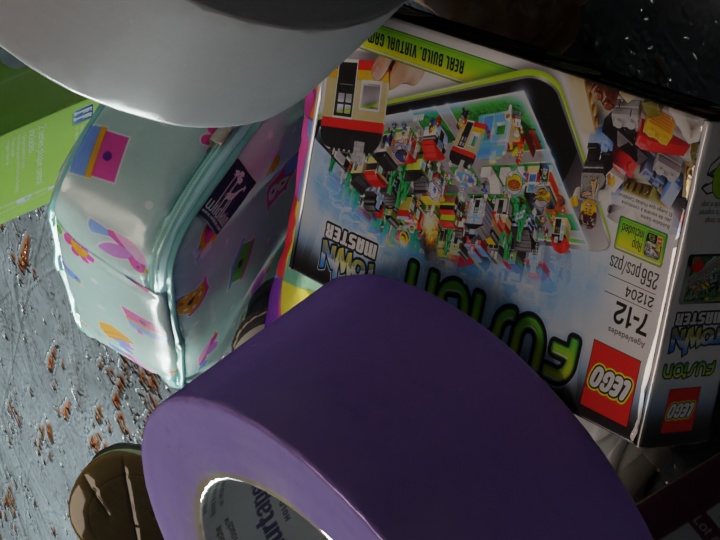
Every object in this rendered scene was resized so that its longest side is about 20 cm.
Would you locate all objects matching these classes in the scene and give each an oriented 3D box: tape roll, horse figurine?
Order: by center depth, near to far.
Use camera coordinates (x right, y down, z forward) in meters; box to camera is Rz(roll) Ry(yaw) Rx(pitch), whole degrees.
[{"bbox_3d":[-0.067,-0.151,0.688,0.066,0.200,0.201,-40,76,43],"label":"tape roll"},{"bbox_3d":[0.014,0.108,0.728,0.200,0.085,0.201,40,150,28],"label":"tape roll"},{"bbox_3d":[0.038,-0.133,0.777,0.200,0.050,0.133,49,146,26],"label":"horse figurine"}]

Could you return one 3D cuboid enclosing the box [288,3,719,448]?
[{"bbox_3d":[0.052,-0.024,0.711,0.200,0.035,0.111,25,110,49],"label":"box"}]

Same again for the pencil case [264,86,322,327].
[{"bbox_3d":[0.000,0.000,0.856,0.088,0.088,0.201,28,111,53],"label":"pencil case"}]

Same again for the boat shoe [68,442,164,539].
[{"bbox_3d":[-0.042,0.138,0.937,0.200,0.072,0.066,32,-164,-8],"label":"boat shoe"}]

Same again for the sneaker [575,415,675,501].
[{"bbox_3d":[0.097,0.067,0.769,0.075,0.082,0.201,57,141,36],"label":"sneaker"}]

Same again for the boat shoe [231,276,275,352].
[{"bbox_3d":[-0.033,0.091,0.985,0.063,0.072,0.201,-93,2,-51],"label":"boat shoe"}]

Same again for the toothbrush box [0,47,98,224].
[{"bbox_3d":[-0.166,-0.121,1.015,0.146,0.199,0.086,55,153,21],"label":"toothbrush box"}]

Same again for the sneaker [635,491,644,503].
[{"bbox_3d":[0.058,0.139,0.918,0.075,0.114,0.201,50,153,28],"label":"sneaker"}]

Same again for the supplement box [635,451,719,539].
[{"bbox_3d":[0.149,0.168,0.779,0.131,0.103,0.201,50,153,25],"label":"supplement box"}]

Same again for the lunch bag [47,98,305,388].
[{"bbox_3d":[-0.068,-0.044,0.928,0.077,0.161,0.200,32,159,10],"label":"lunch bag"}]
